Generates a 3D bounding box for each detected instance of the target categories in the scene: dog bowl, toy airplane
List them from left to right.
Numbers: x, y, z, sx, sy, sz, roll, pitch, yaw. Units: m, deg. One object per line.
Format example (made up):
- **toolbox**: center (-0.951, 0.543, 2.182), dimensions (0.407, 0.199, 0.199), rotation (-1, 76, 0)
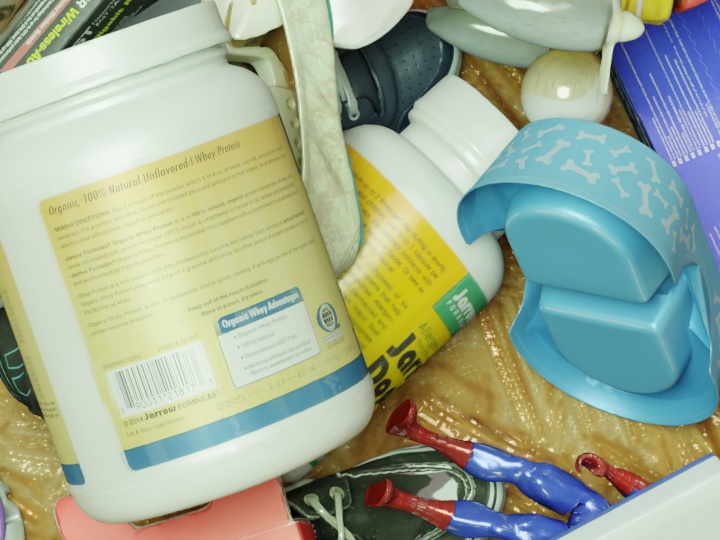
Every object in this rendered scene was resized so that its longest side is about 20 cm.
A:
- **toy airplane**: center (0.076, -0.129, 1.403), dimensions (0.198, 0.199, 0.142), rotation (-10, 94, 41)
- **dog bowl**: center (0.119, 0.000, 1.417), dimensions (0.111, 0.200, 0.050), rotation (11, 59, 29)

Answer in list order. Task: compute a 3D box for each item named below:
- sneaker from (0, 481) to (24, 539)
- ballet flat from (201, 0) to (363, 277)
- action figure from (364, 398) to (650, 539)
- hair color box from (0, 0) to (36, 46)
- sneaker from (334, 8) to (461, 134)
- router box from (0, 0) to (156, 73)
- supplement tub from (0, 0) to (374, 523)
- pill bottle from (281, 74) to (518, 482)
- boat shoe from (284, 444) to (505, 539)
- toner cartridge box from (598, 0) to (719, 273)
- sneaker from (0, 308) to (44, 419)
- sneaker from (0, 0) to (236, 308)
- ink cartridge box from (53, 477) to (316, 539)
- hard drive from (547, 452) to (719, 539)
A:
- **sneaker**: center (-0.238, 0.071, 1.483), dimensions (0.080, 0.088, 0.201), rotation (-30, 75, -1)
- **ballet flat**: center (-0.044, -0.091, 1.374), dimensions (0.062, 0.067, 0.201), rotation (-12, 88, -42)
- **action figure**: center (0.105, 0.123, 1.438), dimensions (0.199, 0.052, 0.066), rotation (20, 71, -13)
- **hair color box**: center (-0.228, -0.113, 1.433), dimensions (0.061, 0.099, 0.200), rotation (42, 103, 13)
- **sneaker**: center (-0.043, -0.084, 1.487), dimensions (0.199, 0.109, 0.070), rotation (-25, 75, 1)
- **router box**: center (-0.208, -0.140, 1.511), dimensions (0.150, 0.062, 0.200), rotation (46, 103, 13)
- **supplement tub**: center (-0.088, -0.004, 1.297), dimensions (0.144, 0.145, 0.201), rotation (-19, 95, 1)
- **pill bottle**: center (0.000, 0.000, 1.463), dimensions (0.200, 0.113, 0.113), rotation (-43, 77, -6)
- **boat shoe**: center (-0.021, 0.140, 1.457), dimensions (0.199, 0.064, 0.071), rotation (-24, 76, 0)
- **toner cartridge box**: center (0.197, -0.059, 1.493), dimensions (0.094, 0.043, 0.201), rotation (-23, 76, 1)
- **sneaker**: center (-0.140, 0.041, 1.448), dimensions (0.075, 0.080, 0.200), rotation (-15, 41, -17)
- **sneaker**: center (-0.127, -0.063, 1.390), dimensions (0.074, 0.088, 0.200), rotation (41, 83, 11)
- **ink cartridge box**: center (-0.063, 0.191, 1.391), dimensions (0.115, 0.067, 0.201), rotation (-17, 83, 4)
- **hard drive**: center (0.104, 0.188, 1.404), dimensions (0.199, 0.025, 0.133), rotation (-27, 119, -7)
